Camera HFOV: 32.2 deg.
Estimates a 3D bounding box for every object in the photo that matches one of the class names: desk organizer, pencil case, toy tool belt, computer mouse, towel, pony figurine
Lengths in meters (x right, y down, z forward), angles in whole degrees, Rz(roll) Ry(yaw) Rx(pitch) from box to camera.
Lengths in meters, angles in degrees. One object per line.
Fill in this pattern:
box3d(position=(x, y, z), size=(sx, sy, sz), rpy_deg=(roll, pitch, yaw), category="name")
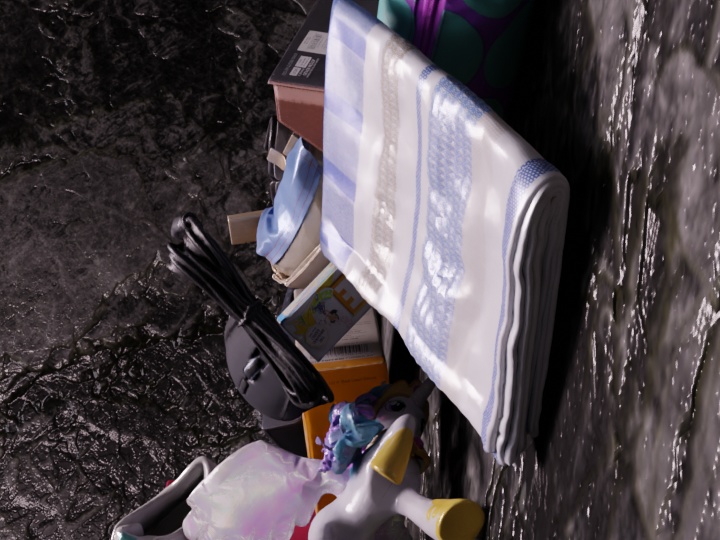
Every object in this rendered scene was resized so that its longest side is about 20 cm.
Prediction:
box3d(position=(0.001, -0.158, 0.917), size=(0.201, 0.071, 0.078), rpy_deg=(-67, -19, -44), category="desk organizer")
box3d(position=(0.045, -0.135, 0.607), size=(0.093, 0.085, 0.201), rpy_deg=(-49, -21, -37), category="pencil case")
box3d(position=(-0.033, -0.076, 1.025), size=(0.125, 0.122, 0.201), rpy_deg=(-73, 7, -52), category="toy tool belt")
box3d(position=(-0.076, 0.036, 0.758), size=(0.141, 0.046, 0.200), rpy_deg=(51, 174, 3), category="computer mouse")
box3d(position=(0.028, -0.024, 0.572), size=(0.200, 0.024, 0.148), rpy_deg=(50, 146, 47), category="towel")
box3d(position=(-0.006, 0.155, 0.748), size=(0.194, 0.166, 0.200), rpy_deg=(-52, 8, 10), category="pony figurine")

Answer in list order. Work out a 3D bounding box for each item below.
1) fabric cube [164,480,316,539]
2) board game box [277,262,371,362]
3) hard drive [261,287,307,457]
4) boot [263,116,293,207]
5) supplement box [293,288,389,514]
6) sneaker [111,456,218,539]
box3d(position=(-0.075, 0.296, 0.989), size=(0.196, 0.197, 0.202), rpy_deg=(-131, 48, -84), category="fabric cube")
box3d(position=(0.000, 0.000, 0.874), size=(0.135, 0.034, 0.200), rpy_deg=(-46, 3, -4), category="board game box")
box3d(position=(-0.037, 0.107, 1.236), size=(0.135, 0.042, 0.201), rpy_deg=(53, -149, -36), category="hard drive")
box3d(position=(-0.020, -0.123, 1.099), size=(0.070, 0.130, 0.202), rpy_deg=(-89, 6, -50), category="boot")
box3d(position=(-0.014, 0.101, 1.045), size=(0.200, 0.073, 0.128), rpy_deg=(-101, 4, -73), category="supplement box")
box3d(position=(-0.153, 0.207, 0.817), size=(0.201, 0.075, 0.089), rpy_deg=(-56, -23, -29), category="sneaker")
